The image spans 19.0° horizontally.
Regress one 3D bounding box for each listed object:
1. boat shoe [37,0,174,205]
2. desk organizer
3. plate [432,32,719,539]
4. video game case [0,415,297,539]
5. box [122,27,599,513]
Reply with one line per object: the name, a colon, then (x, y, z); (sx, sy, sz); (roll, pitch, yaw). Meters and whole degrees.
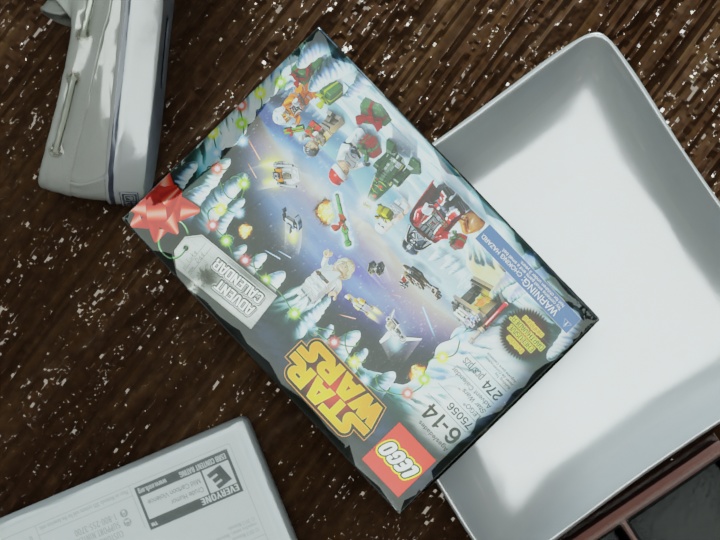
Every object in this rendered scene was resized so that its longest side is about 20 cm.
boat shoe: (-0.129, -0.135, 1.089); (0.065, 0.072, 0.201); (5, 93, 0)
desk organizer: (0.115, 0.164, 1.051); (0.199, 0.077, 0.072); (-34, 85, -1)
plate: (0.095, 0.015, 1.086); (0.199, 0.032, 0.200); (-34, 86, -1)
video game case: (-0.114, 0.195, 1.084); (0.199, 0.023, 0.183); (-23, 85, -1)
box: (0.000, 0.000, 1.056); (0.137, 0.040, 0.200); (-44, 85, 0)
